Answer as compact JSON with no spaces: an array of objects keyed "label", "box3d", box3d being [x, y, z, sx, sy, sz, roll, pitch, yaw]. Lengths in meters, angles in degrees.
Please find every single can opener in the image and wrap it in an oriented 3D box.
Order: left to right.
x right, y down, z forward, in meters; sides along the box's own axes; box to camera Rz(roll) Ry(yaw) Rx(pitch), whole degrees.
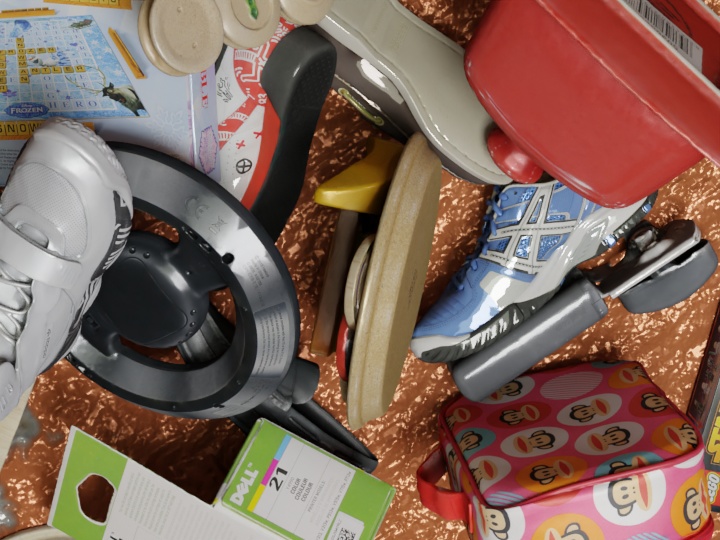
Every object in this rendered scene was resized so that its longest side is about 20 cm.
[{"label":"can opener","box3d":[0.156,0.033,1.002,0.199,0.053,0.067,-35,108,5]}]

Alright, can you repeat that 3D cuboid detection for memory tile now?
[{"label":"memory tile","box3d":[-0.087,-0.219,0.800,0.153,0.017,0.201,-29,109,-41]}]

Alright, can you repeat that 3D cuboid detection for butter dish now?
[{"label":"butter dish","box3d":[0.136,-0.113,0.890,0.200,0.200,0.148,43,119,-2]}]

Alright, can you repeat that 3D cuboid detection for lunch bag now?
[{"label":"lunch bag","box3d":[0.124,0.129,0.949,0.175,0.200,0.082,-13,106,-1]}]

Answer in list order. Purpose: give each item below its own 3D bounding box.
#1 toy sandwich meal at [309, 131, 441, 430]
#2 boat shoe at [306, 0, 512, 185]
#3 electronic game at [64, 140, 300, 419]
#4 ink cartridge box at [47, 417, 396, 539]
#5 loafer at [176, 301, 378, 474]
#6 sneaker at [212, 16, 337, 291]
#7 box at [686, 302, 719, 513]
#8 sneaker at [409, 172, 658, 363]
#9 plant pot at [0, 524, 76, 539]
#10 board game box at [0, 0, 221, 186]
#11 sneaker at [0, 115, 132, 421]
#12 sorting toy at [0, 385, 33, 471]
[{"label":"toy sandwich meal","box3d":[0.000,0.000,0.898,0.070,0.205,0.207,12,105,7]},{"label":"boat shoe","box3d":[0.022,-0.123,0.934,0.200,0.059,0.072,40,55,-19]},{"label":"electronic game","box3d":[-0.129,0.010,0.883,0.199,0.042,0.201,14,129,17]},{"label":"ink cartridge box","box3d":[-0.096,0.157,0.958,0.199,0.076,0.148,28,142,1]},{"label":"loafer","box3d":[-0.061,0.078,0.978,0.070,0.068,0.201,-33,115,5]},{"label":"sneaker","box3d":[-0.090,-0.090,0.931,0.108,0.067,0.202,38,130,19]},{"label":"box","box3d":[0.314,0.084,1.045,0.136,0.040,0.201,10,105,-9]},{"label":"sneaker","box3d":[0.103,-0.017,0.976,0.200,0.076,0.077,-42,101,-4]},{"label":"plant pot","box3d":[-0.200,0.300,0.963,0.199,0.184,0.202,-2,107,-7]},{"label":"board game box","box3d":[-0.186,-0.150,0.870,0.199,0.041,0.201,4,108,15]},{"label":"sneaker","box3d":[-0.194,0.013,0.811,0.075,0.115,0.200,30,132,2]},{"label":"sorting toy","box3d":[-0.325,0.088,0.944,0.199,0.070,0.200,20,103,-13]}]
